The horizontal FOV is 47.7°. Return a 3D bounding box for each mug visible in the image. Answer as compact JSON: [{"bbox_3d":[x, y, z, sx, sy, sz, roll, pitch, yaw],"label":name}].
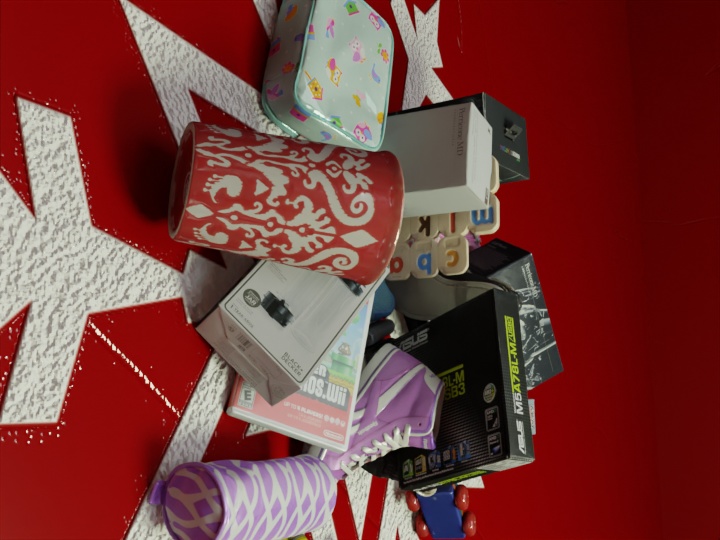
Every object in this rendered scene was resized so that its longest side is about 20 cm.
[{"bbox_3d":[-0.082,-0.068,0.793,0.197,0.177,0.136,9,92,-23],"label":"mug"}]

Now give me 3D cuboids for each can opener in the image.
[{"bbox_3d":[-0.002,0.098,1.019,0.200,0.066,0.053,-17,97,-68],"label":"can opener"}]

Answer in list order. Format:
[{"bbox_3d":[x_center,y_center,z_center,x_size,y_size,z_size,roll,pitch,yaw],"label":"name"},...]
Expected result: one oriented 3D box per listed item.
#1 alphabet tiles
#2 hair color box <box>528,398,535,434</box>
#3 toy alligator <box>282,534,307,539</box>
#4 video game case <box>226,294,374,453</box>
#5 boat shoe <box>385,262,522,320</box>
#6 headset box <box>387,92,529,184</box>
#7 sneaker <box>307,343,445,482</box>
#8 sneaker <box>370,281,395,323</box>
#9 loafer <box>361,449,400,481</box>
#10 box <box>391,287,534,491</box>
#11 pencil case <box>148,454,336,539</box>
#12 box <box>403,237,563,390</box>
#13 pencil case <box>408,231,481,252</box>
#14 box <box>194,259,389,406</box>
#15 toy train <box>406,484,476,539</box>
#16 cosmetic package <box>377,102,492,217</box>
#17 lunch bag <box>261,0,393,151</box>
[{"bbox_3d":[0.085,-0.087,1.057,0.015,0.197,0.199,22,65,-59],"label":"alphabet tiles"},{"bbox_3d":[0.202,0.237,1.302,0.199,0.098,0.062,13,73,-59],"label":"hair color box"},{"bbox_3d":[-0.061,0.324,0.877,0.054,0.059,0.200,-50,146,5],"label":"toy alligator"},{"bbox_3d":[-0.059,0.082,0.893,0.142,0.017,0.203,24,60,-25],"label":"video game case"},{"bbox_3d":[0.114,0.028,1.058,0.060,0.198,0.075,-3,98,-53],"label":"boat shoe"},{"bbox_3d":[0.130,-0.173,1.152,0.173,0.198,0.094,5,80,-59],"label":"headset box"},{"bbox_3d":[0.021,0.190,0.919,0.202,0.114,0.073,-54,157,-10],"label":"sneaker"},{"bbox_3d":[0.000,0.000,1.000,0.200,0.089,0.079,52,42,-45],"label":"sneaker"},{"bbox_3d":[0.068,0.209,1.087,0.201,0.070,0.069,-44,155,-52],"label":"loafer"},{"bbox_3d":[0.113,0.146,0.961,0.047,0.199,0.196,13,62,-32],"label":"box"},{"bbox_3d":[-0.102,0.218,0.785,0.199,0.085,0.085,21,91,-59],"label":"pencil case"},{"bbox_3d":[0.174,0.087,1.184,0.180,0.104,0.202,-27,113,-14],"label":"box"},{"bbox_3d":[0.104,-0.051,1.190,0.083,0.087,0.199,55,23,23],"label":"pencil case"},{"bbox_3d":[-0.064,0.028,0.849,0.117,0.060,0.200,45,47,-8],"label":"box"},{"bbox_3d":[0.108,0.277,1.129,0.117,0.083,0.202,-81,160,-45],"label":"toy train"},{"bbox_3d":[0.061,-0.131,1.022,0.081,0.198,0.115,29,60,-55],"label":"cosmetic package"},{"bbox_3d":[-0.032,-0.234,0.976,0.160,0.076,0.203,28,62,-41],"label":"lunch bag"}]
